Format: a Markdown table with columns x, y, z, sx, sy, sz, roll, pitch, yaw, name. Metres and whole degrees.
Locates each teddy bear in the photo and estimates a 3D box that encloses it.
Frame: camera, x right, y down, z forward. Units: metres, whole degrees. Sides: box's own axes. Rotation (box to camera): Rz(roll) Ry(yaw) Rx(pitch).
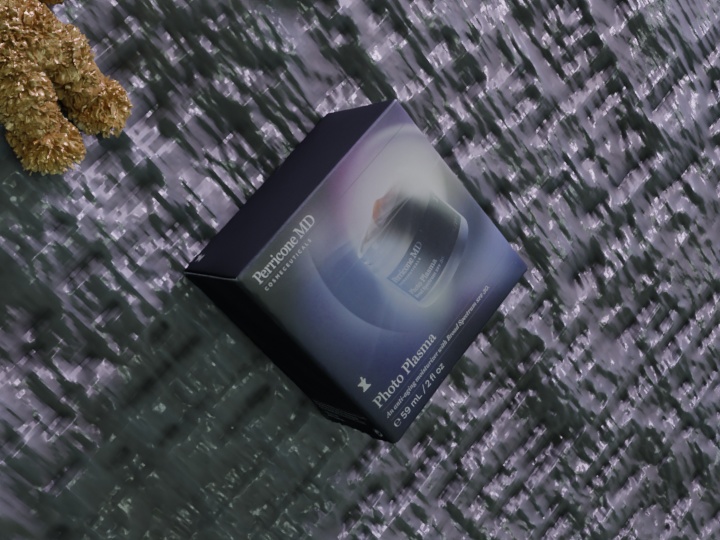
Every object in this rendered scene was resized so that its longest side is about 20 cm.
| x | y | z | sx | sy | sz | roll | pitch | yaw | name |
| --- | --- | --- | --- | --- | --- | --- | --- | --- | --- |
| -0.243 | -0.163 | 0.608 | 0.145 | 0.067 | 0.201 | -27 | 107 | -29 | teddy bear |

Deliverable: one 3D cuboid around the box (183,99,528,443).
| x | y | z | sx | sy | sz | roll | pitch | yaw | name |
| --- | --- | --- | --- | --- | --- | --- | --- | --- | --- |
| 0.000 | 0.000 | 0.731 | 0.198 | 0.123 | 0.200 | 47 | 70 | -23 | box |
